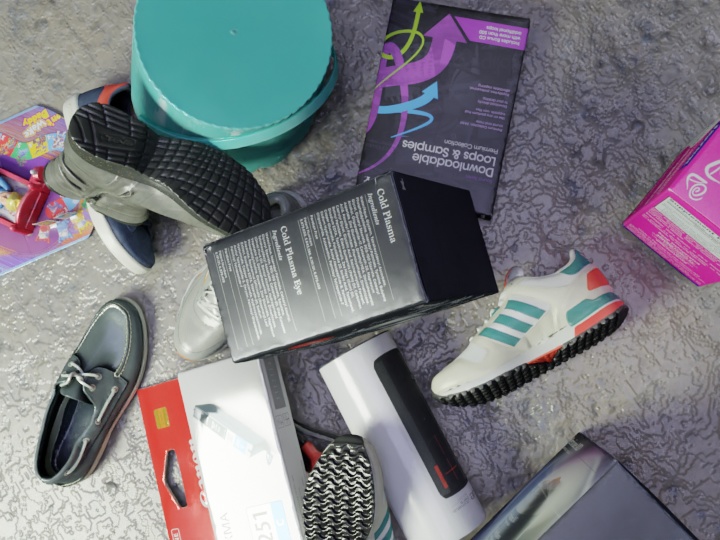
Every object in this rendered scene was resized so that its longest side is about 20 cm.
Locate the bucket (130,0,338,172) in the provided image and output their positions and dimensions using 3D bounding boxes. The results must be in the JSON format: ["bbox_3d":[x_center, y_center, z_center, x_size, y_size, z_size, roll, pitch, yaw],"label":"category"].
[{"bbox_3d":[-0.121,-0.200,0.781,0.205,0.135,0.210,1,84,-11],"label":"bucket"}]

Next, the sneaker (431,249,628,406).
[{"bbox_3d":[0.148,0.053,0.792,0.198,0.070,0.094,-29,65,6],"label":"sneaker"}]

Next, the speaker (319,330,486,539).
[{"bbox_3d":[0.039,0.164,0.789,0.081,0.081,0.201,-28,82,4],"label":"speaker"}]

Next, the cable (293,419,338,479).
[{"bbox_3d":[-0.075,0.163,0.817,0.097,0.050,0.201,-36,84,4],"label":"cable"}]

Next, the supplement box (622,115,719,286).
[{"bbox_3d":[0.312,-0.060,0.712,0.103,0.200,0.101,40,91,8],"label":"supplement box"}]

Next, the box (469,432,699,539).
[{"bbox_3d":[0.173,0.256,0.708,0.198,0.200,0.123,-44,82,1],"label":"box"}]

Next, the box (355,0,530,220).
[{"bbox_3d":[0.082,-0.162,0.830,0.141,0.036,0.202,11,89,7],"label":"box"}]

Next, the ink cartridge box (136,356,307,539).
[{"bbox_3d":[-0.140,0.194,0.801,0.175,0.045,0.202,-18,82,21],"label":"ink cartridge box"}]

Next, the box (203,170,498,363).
[{"bbox_3d":[0.000,0.000,0.723,0.181,0.200,0.105,-20,83,24],"label":"box"}]

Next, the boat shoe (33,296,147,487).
[{"bbox_3d":[-0.275,0.123,0.838,0.072,0.062,0.202,20,88,10],"label":"boat shoe"}]

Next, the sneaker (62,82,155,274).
[{"bbox_3d":[-0.234,-0.100,0.843,0.084,0.075,0.202,-21,84,7],"label":"sneaker"}]

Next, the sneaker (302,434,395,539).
[{"bbox_3d":[-0.003,0.241,0.767,0.070,0.093,0.202,0,99,18],"label":"sneaker"}]

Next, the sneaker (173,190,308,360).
[{"bbox_3d":[-0.128,0.000,0.815,0.075,0.092,0.201,33,91,7],"label":"sneaker"}]

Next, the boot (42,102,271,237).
[{"bbox_3d":[-0.188,-0.074,0.765,0.199,0.130,0.068,28,63,-18],"label":"boot"}]

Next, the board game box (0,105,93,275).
[{"bbox_3d":[-0.379,-0.085,0.876,0.198,0.039,0.160,-22,84,4],"label":"board game box"}]
